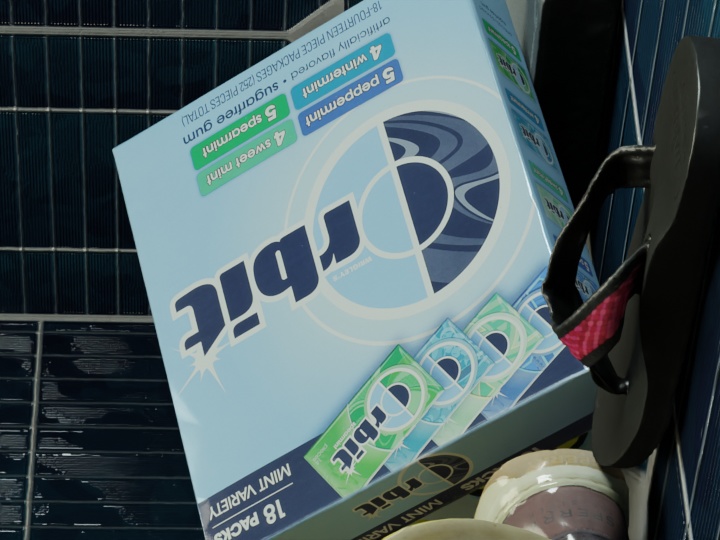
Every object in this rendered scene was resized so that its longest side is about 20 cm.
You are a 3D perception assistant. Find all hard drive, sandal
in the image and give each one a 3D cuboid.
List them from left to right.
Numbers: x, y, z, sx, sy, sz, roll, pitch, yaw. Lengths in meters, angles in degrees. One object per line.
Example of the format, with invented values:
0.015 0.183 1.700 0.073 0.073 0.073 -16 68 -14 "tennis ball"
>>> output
0.079 -0.125 1.259 0.200 0.033 0.140 -93 5 -46 "hard drive"
0.085 -0.006 0.979 0.200 0.045 0.075 95 175 -55 "sandal"

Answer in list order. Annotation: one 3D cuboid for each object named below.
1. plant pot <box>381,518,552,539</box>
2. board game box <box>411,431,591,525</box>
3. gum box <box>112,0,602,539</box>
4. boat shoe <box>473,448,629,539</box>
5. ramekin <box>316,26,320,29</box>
0.015 0.187 0.973 0.201 0.200 0.189 -92 26 -45 "plant pot"
0.041 0.116 1.229 0.103 0.105 0.200 157 113 -86 "board game box"
0.000 0.000 1.154 0.045 0.170 0.200 34 -147 -51 "gum box"
0.065 0.155 1.095 0.065 0.072 0.200 -91 7 -50 "boat shoe"
0.020 -0.041 1.754 0.200 0.097 0.201 180 90 -88 "ramekin"
